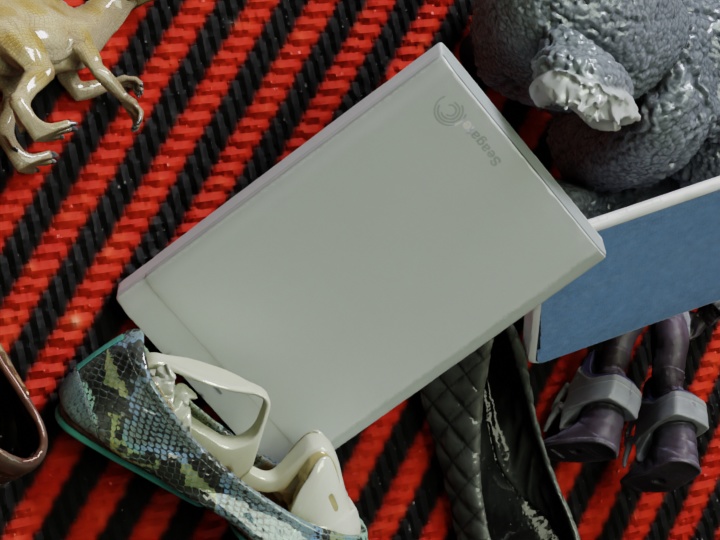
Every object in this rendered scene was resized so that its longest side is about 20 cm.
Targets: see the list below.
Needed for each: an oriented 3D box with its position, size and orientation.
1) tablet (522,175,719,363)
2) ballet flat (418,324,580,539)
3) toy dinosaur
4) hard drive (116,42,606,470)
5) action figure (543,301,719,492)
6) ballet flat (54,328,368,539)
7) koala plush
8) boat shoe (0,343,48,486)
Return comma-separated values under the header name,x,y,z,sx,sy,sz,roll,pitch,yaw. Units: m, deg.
name,x,y,z,sx,sy,sz,roll,pitch,yaw
tablet,0.178,-0.015,1.357,0.199,0.130,0.014,-19,62,-10
ballet flat,0.080,0.115,1.383,0.066,0.057,0.201,-27,98,-35
toy dinosaur,-0.165,-0.102,1.249,0.199,0.058,0.102,-11,74,-45
hard drive,0.000,0.000,1.275,0.132,0.200,0.026,49,16,-20
action figure,0.159,0.017,1.455,0.130,0.069,0.201,27,63,-23
ballet flat,-0.051,0.095,1.266,0.200,0.074,0.075,34,64,-24
koala plush,0.124,-0.117,1.325,0.200,0.183,0.178,39,43,-56
boat shoe,-0.209,0.012,1.177,0.200,0.070,0.070,53,58,-16
